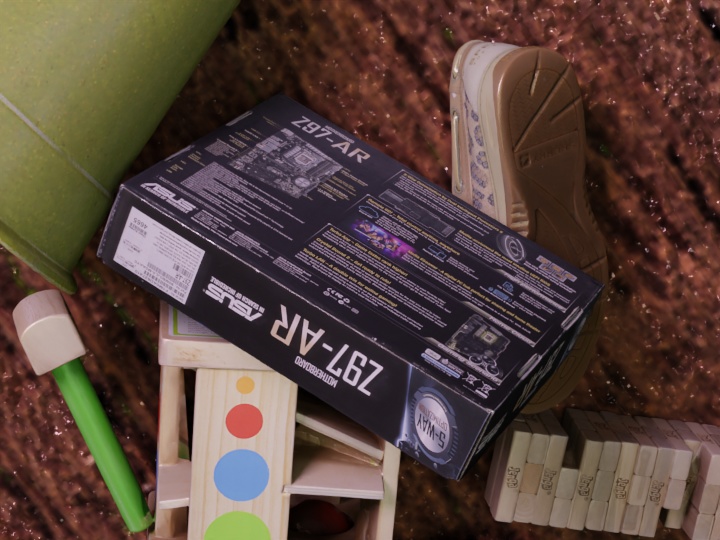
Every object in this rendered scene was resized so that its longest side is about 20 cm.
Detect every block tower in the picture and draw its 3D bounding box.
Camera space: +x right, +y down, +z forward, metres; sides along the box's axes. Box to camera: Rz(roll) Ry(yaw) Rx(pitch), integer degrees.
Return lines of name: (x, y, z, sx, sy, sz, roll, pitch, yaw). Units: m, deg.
block tower: (0.171, 0.115, 1.018, 0.199, 0.054, 0.058, 9, 104, -10)

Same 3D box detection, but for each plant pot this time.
plant pot: (-0.146, -0.125, 0.856, 0.200, 0.200, 0.190, 43, 88, -15)

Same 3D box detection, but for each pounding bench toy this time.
pounding bench toy: (-0.081, 0.092, 0.945, 0.199, 0.124, 0.156, 3, 105, -7)

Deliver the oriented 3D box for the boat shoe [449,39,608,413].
boat shoe: (0.084, -0.023, 0.974, 0.073, 0.063, 0.201, -13, 111, -30)

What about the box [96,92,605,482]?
box: (0.000, 0.000, 0.876, 0.200, 0.160, 0.044, 31, 121, 12)
